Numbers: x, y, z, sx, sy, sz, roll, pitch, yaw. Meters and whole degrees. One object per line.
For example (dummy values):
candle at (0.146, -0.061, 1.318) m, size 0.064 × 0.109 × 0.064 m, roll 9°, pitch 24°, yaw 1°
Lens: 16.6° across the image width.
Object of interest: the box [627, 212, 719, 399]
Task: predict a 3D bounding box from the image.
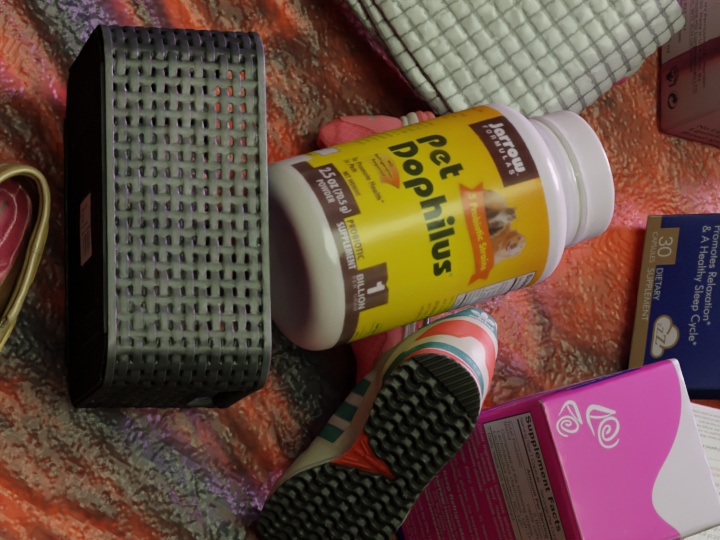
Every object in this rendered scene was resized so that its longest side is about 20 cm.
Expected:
box at (0.269, 0.022, 1.560) m, size 0.032 × 0.199 × 0.122 m, roll 32°, pitch 62°, yaw -54°

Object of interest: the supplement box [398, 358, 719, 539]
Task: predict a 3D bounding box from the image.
supplement box at (0.107, 0.124, 1.444) m, size 0.101 × 0.200 × 0.104 m, roll -14°, pitch 88°, yaw -30°

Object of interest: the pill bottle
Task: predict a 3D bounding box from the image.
pill bottle at (0.041, -0.031, 1.408) m, size 0.199 × 0.109 × 0.110 m, roll -17°, pitch 89°, yaw -23°

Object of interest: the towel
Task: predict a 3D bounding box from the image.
towel at (0.081, -0.182, 1.530) m, size 0.165 × 0.086 × 0.200 m, roll -38°, pitch 96°, yaw 0°

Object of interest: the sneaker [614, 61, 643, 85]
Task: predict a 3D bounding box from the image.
sneaker at (0.158, -0.222, 1.603) m, size 0.081 × 0.088 × 0.201 m, roll -2°, pitch 82°, yaw -29°

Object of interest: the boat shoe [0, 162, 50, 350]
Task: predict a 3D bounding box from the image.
boat shoe at (-0.228, 0.025, 1.356) m, size 0.074 × 0.069 × 0.201 m, roll 28°, pitch 68°, yaw -21°

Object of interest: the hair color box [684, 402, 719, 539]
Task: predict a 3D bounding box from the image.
hair color box at (0.196, 0.185, 1.504) m, size 0.101 × 0.061 × 0.201 m, roll 15°, pitch 75°, yaw -17°

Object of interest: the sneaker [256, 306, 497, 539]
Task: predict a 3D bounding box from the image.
sneaker at (0.017, 0.096, 1.425) m, size 0.070 × 0.200 × 0.093 m, roll 38°, pitch 36°, yaw -2°

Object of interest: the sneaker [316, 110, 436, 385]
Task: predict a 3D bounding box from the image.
sneaker at (0.000, 0.000, 1.498) m, size 0.086 × 0.074 × 0.201 m, roll 6°, pitch 80°, yaw -3°

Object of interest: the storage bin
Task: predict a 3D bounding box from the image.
storage bin at (-0.111, -0.027, 1.382) m, size 0.093 × 0.135 × 0.201 m, roll 2°, pitch 80°, yaw -16°

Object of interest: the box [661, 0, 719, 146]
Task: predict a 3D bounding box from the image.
box at (0.303, -0.151, 1.603) m, size 0.127 × 0.200 × 0.109 m, roll 11°, pitch 75°, yaw -26°
